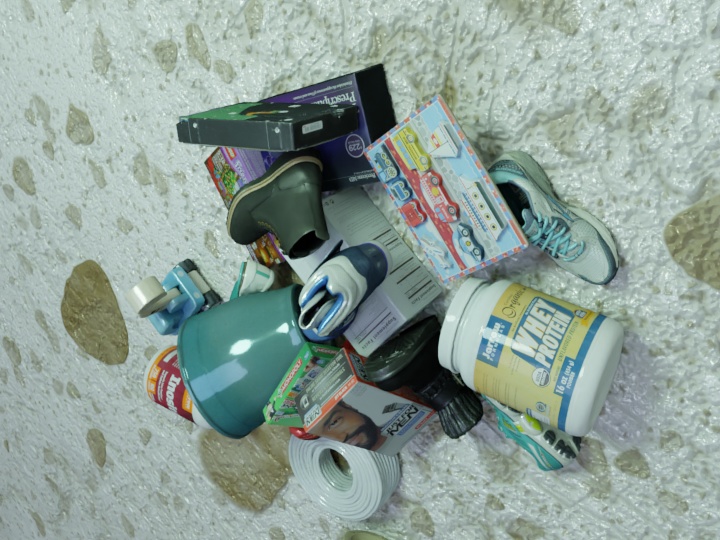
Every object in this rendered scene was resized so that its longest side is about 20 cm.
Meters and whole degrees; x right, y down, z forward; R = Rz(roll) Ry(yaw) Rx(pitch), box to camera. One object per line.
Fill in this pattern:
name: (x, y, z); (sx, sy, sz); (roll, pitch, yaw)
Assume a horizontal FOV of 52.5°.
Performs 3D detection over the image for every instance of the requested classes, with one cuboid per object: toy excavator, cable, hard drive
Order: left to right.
toy excavator: (-0.334, 0.058, 1.252); (0.100, 0.199, 0.195); (49, 130, 6)
hard drive: (-0.119, -0.185, 0.925); (0.195, 0.139, 0.039); (10, 114, 32)
cable: (-0.030, 0.321, 1.229); (0.199, 0.069, 0.202); (-38, 85, 41)

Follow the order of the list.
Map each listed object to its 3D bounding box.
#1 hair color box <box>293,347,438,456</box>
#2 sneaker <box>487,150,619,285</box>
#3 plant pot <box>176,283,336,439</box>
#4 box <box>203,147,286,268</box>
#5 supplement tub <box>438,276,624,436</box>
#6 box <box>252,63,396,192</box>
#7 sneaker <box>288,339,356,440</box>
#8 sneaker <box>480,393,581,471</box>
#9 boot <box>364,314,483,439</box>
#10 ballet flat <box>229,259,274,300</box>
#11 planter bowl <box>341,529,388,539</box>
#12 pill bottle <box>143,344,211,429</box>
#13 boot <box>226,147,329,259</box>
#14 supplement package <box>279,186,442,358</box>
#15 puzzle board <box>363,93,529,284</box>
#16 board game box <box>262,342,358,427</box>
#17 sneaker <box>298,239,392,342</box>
hair color box: (0.013, 0.193, 1.041); (0.111, 0.198, 0.065); (-45, 45, 18)
sneaker: (0.217, -0.050, 0.869); (0.200, 0.086, 0.078); (45, 130, 12)
plant pot: (-0.143, 0.122, 1.105); (0.184, 0.200, 0.204); (-26, 95, 16)
box: (-0.166, -0.105, 1.133); (0.136, 0.039, 0.204); (-21, 97, 60)
supplement tub: (0.209, 0.099, 0.903); (0.196, 0.144, 0.149); (21, 122, 27)
box: (-0.048, -0.187, 1.013); (0.196, 0.079, 0.145); (-5, 110, 38)
sneaker: (-0.042, 0.184, 1.134); (0.076, 0.084, 0.203); (37, 100, 29)
sneaker: (0.207, 0.195, 0.997); (0.200, 0.077, 0.080); (47, 139, 9)
boot: (0.094, 0.159, 0.981); (0.078, 0.210, 0.161); (-25, 90, 29)
ballet flat: (-0.179, 0.040, 1.204); (0.070, 0.069, 0.200); (51, 155, 6)
planter bowl: (0.006, 0.532, 1.235); (0.196, 0.199, 0.138); (22, 95, 27)
pill bottle: (-0.299, 0.222, 1.357); (0.196, 0.112, 0.116); (18, 120, 29)
boot: (-0.117, -0.055, 0.980); (0.200, 0.076, 0.142); (-42, 49, 41)
supplement package: (0.000, 0.000, 1.037); (0.201, 0.109, 0.114); (51, 130, 6)
puzzle board: (0.097, -0.089, 0.883); (0.149, 0.017, 0.203); (-26, 98, 50)
board game box: (-0.030, 0.178, 1.074); (0.136, 0.196, 0.029); (-55, 42, 22)
sneaker: (-0.052, 0.046, 0.927); (0.081, 0.146, 0.200); (49, 128, 7)
